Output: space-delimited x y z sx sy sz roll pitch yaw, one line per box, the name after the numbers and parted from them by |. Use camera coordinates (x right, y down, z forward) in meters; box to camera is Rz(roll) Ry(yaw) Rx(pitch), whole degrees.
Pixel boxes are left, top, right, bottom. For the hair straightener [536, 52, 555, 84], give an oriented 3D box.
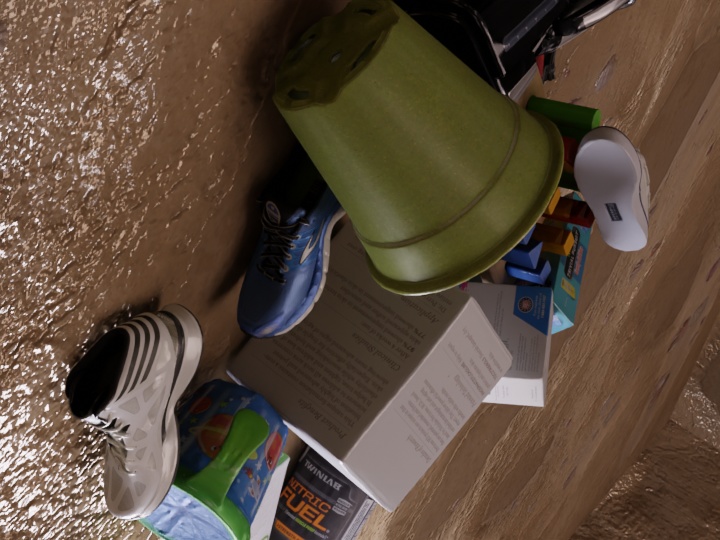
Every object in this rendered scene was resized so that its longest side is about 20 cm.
0.212 -0.237 1.644 0.077 0.041 0.200 -52 159 -15 | hair straightener

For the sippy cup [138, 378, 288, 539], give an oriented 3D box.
-0.137 0.177 1.339 0.130 0.178 0.140 -57 133 -33 | sippy cup

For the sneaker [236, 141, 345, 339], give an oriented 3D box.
-0.066 -0.036 1.275 0.089 0.078 0.200 15 98 -61 | sneaker

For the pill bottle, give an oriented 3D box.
-0.040 0.270 1.707 0.200 0.106 0.106 -59 159 2 | pill bottle

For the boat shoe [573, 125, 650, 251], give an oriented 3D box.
0.283 -0.104 1.587 0.200 0.071 0.070 58 41 -50 | boat shoe

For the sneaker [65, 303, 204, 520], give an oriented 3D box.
-0.206 0.125 1.199 0.115 0.076 0.201 -11 123 -51 | sneaker

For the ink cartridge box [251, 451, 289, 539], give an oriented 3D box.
-0.144 0.274 1.542 0.104 0.059 0.200 -36 151 -43 | ink cartridge box

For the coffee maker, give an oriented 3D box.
0.129 -0.264 1.309 0.200 0.192 0.135 -43 -168 -26 | coffee maker

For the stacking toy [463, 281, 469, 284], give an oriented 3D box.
0.130 -0.071 1.657 0.200 0.085 0.085 -56 160 -21 | stacking toy

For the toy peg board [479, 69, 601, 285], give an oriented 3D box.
0.204 -0.087 1.608 0.199 0.098 0.200 -63 150 -21 | toy peg board

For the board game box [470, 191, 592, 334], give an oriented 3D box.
0.193 0.009 1.732 0.151 0.047 0.200 -26 -152 34 | board game box

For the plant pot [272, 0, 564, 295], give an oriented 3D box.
0.032 -0.115 1.177 0.200 0.200 0.190 -53 124 -13 | plant pot

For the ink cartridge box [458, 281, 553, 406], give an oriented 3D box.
0.106 0.077 1.588 0.067 0.200 0.116 77 21 -57 | ink cartridge box

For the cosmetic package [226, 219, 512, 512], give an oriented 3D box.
0.012 0.093 1.435 0.200 0.167 0.166 -50 149 -7 | cosmetic package
